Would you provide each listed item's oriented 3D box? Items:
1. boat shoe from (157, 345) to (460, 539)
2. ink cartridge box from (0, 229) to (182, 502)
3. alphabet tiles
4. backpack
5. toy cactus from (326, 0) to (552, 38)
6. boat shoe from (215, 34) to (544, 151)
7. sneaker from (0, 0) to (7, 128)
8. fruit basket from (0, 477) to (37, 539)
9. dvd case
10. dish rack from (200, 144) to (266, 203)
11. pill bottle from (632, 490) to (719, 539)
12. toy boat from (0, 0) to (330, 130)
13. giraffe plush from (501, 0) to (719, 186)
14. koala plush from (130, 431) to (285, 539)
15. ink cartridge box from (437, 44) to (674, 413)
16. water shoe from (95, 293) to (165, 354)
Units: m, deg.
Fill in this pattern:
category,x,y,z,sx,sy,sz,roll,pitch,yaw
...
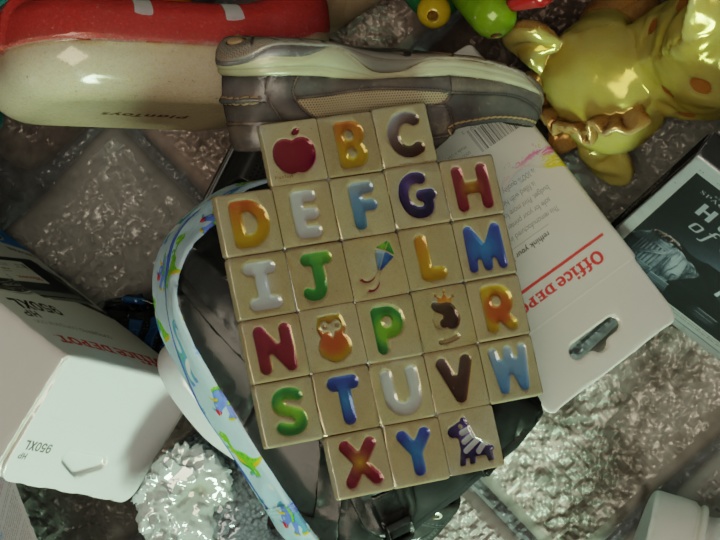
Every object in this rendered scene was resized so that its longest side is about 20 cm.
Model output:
category,x,y,z,sx,sy,sz,roll,pitch,yaw
boat shoe,-0.027,0.093,1.605,0.200,0.069,0.057,39,117,-19
ink cartridge box,-0.214,0.040,1.604,0.200,0.145,0.084,36,99,28
alphabet tiles,0.011,0.014,1.465,0.166,0.006,0.201,-9,83,-25
backpack,-0.027,0.043,1.513,0.163,0.154,0.200,-41,111,-8
toy cactus,0.021,-0.196,1.600,0.165,0.102,0.200,-43,71,33
boat shoe,0.008,-0.086,1.529,0.200,0.074,0.074,4,95,-28
sneaker,-0.269,-0.119,1.658,0.200,0.084,0.121,-37,85,9
fruit basket,-0.197,0.239,1.638,0.093,0.200,0.186,4,124,-21
dvd case,0.220,0.003,1.577,0.150,0.200,0.025,38,70,-1
dish rack,0.000,0.000,1.630,0.200,0.055,0.154,29,64,-7
pill bottle,0.254,0.205,1.641,0.199,0.113,0.113,18,101,2
toy boat,-0.115,-0.151,1.572,0.199,0.130,0.131,1,83,-23
giraffe plush,0.179,-0.116,1.586,0.162,0.200,0.173,-12,101,36
koala plush,-0.078,0.182,1.645,0.183,0.177,0.201,0,104,20
ink cartridge box,0.073,-0.014,1.594,0.117,0.067,0.200,-34,83,-29
water shoe,-0.129,0.043,1.673,0.200,0.072,0.079,-42,89,9
